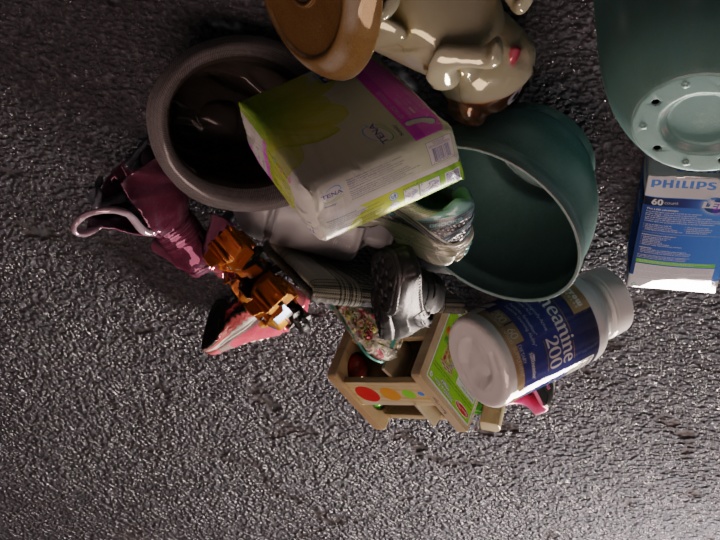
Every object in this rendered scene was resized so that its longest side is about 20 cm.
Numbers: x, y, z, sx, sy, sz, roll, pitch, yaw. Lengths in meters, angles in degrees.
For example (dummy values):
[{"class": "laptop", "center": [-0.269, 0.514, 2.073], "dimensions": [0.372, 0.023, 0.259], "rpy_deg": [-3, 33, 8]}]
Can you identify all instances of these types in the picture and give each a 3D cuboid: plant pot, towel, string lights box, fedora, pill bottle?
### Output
[{"class": "plant pot", "center": [0.303, -0.187, 1.124], "dimensions": [0.200, 0.161, 0.201], "rpy_deg": [7, 145, 5]}, {"class": "towel", "center": [0.000, 0.000, 1.451], "dimensions": [0.192, 0.200, 0.035], "rpy_deg": [6, 105, -24]}, {"class": "string lights box", "center": [0.350, -0.057, 1.384], "dimensions": [0.103, 0.059, 0.200], "rpy_deg": [5, 145, 7]}, {"class": "fedora", "center": [-0.126, -0.154, 1.315], "dimensions": [0.200, 0.177, 0.090], "rpy_deg": [-1, -168, -20]}, {"class": "plant pot", "center": [0.159, -0.087, 1.300], "dimensions": [0.200, 0.134, 0.200], "rpy_deg": [25, 145, 19]}, {"class": "plant pot", "center": [-0.044, -0.260, 1.096], "dimensions": [0.027, 0.200, 0.200], "rpy_deg": [-17, 155, -27]}, {"class": "pill bottle", "center": [0.209, 0.068, 1.448], "dimensions": [0.200, 0.111, 0.111], "rpy_deg": [-23, 155, -26]}]

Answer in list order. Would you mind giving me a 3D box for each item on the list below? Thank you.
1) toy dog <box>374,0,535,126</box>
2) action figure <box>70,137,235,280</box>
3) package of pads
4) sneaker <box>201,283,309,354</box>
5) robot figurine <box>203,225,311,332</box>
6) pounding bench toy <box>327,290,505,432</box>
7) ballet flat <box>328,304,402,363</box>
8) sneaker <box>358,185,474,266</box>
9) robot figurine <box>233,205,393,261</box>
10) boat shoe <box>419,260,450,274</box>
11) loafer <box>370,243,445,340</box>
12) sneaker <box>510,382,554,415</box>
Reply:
[{"class": "toy dog", "center": [0.072, -0.215, 1.169], "dimensions": [0.200, 0.140, 0.194], "rpy_deg": [32, 153, -28]}, {"class": "action figure", "center": [-0.210, -0.050, 1.476], "dimensions": [0.134, 0.149, 0.200], "rpy_deg": [-25, 119, 32]}, {"class": "package of pads", "center": [-0.017, -0.123, 1.202], "dimensions": [0.154, 0.200, 0.068], "rpy_deg": [-25, 129, -11]}, {"class": "sneaker", "center": [-0.140, 0.072, 1.683], "dimensions": [0.087, 0.074, 0.200], "rpy_deg": [27, 142, -25]}, {"class": "robot figurine", "center": [-0.117, 0.013, 1.418], "dimensions": [0.145, 0.058, 0.200], "rpy_deg": [49, 175, 8]}, {"class": "pounding bench toy", "center": [0.076, 0.138, 1.605], "dimensions": [0.156, 0.124, 0.200], "rpy_deg": [-5, 139, 37]}, {"class": "ballet flat", "center": [-0.004, 0.033, 1.541], "dimensions": [0.076, 0.200, 0.064], "rpy_deg": [15, 114, -45]}, {"class": "sneaker", "center": [0.024, -0.085, 1.253], "dimensions": [0.200, 0.078, 0.086], "rpy_deg": [22, 138, 7]}, {"class": "robot figurine", "center": [-0.057, -0.078, 1.412], "dimensions": [0.200, 0.113, 0.170], "rpy_deg": [14, 180, -4]}, {"class": "boat shoe", "center": [0.153, -0.035, 1.458], "dimensions": [0.199, 0.074, 0.068], "rpy_deg": [8, 138, 28]}, {"class": "loafer", "center": [0.049, 0.018, 1.270], "dimensions": [0.070, 0.068, 0.201], "rpy_deg": [-14, 162, -5]}, {"class": "sneaker", "center": [0.167, 0.138, 1.679], "dimensions": [0.200, 0.096, 0.079], "rpy_deg": [13, 147, -1]}]
